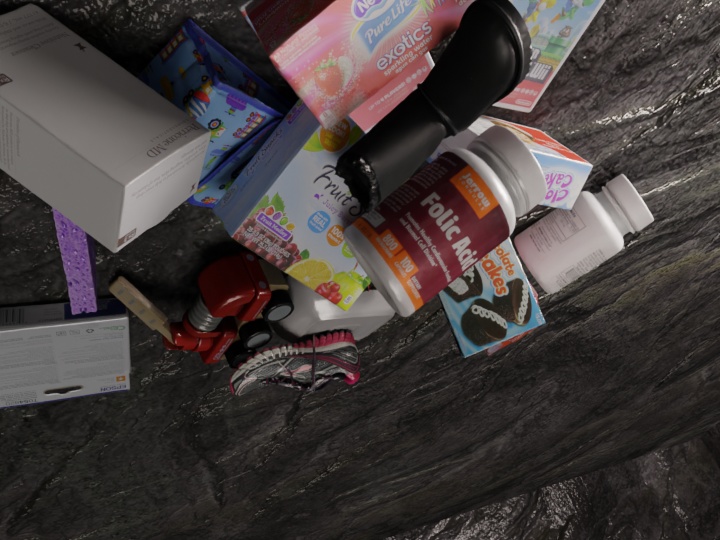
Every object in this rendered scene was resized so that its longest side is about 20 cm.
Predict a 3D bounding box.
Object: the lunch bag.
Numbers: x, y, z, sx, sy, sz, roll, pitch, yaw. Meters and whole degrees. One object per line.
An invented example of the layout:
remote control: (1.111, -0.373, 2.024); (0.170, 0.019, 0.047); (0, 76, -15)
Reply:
lunch bag: (-0.150, -0.141, 0.678); (0.150, 0.095, 0.199); (-39, 154, 18)

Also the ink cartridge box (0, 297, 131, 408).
ink cartridge box: (-0.432, 0.119, 0.894); (0.196, 0.041, 0.201); (-5, 142, -24)

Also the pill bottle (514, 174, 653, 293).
pill bottle: (0.362, -0.061, 1.021); (0.199, 0.116, 0.114); (-36, 143, 20)

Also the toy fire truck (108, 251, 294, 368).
toy fire truck: (-0.221, 0.044, 0.861); (0.198, 0.130, 0.176); (1, 140, -45)

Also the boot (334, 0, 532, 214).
boot: (0.054, -0.135, 0.555); (0.162, 0.074, 0.198); (-40, 177, -9)

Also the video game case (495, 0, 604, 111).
video game case: (0.193, -0.276, 0.714); (0.141, 0.018, 0.201); (1, 139, -28)

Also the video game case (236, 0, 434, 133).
video game case: (-0.012, -0.228, 0.636); (0.142, 0.018, 0.200); (-34, 137, 6)

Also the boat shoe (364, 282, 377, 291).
boat shoe: (-0.001, 0.001, 0.833); (0.199, 0.064, 0.074); (23, 147, -13)

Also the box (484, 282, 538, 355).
box: (0.175, 0.008, 0.931); (0.094, 0.202, 0.100); (-29, 146, 1)

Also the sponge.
sponge: (-0.304, -0.057, 0.666); (0.029, 0.113, 0.202); (-4, 142, -20)

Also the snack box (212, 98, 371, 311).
snack box: (-0.034, -0.071, 0.693); (0.169, 0.068, 0.199); (-49, 137, 4)

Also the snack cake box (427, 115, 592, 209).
snack cake box: (0.184, -0.145, 0.803); (0.197, 0.115, 0.068); (4, 120, -32)

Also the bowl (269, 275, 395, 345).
bowl: (-0.035, 0.057, 0.956); (0.196, 0.076, 0.200); (-1, 159, -28)

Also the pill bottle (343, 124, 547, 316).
pill bottle: (0.090, -0.054, 0.661); (0.199, 0.114, 0.115); (-38, 146, -4)

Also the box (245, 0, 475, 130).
box: (0.009, -0.236, 0.551); (0.199, 0.103, 0.095); (-35, 137, 9)

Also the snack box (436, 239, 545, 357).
snack box: (0.149, -0.002, 0.829); (0.114, 0.203, 0.037); (-22, 172, 1)

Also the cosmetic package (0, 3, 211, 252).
cosmetic package: (-0.239, -0.121, 0.523); (0.198, 0.113, 0.082); (33, 134, 3)

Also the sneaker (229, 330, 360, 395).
sneaker: (-0.094, 0.147, 0.920); (0.196, 0.076, 0.081); (-14, 161, -12)
